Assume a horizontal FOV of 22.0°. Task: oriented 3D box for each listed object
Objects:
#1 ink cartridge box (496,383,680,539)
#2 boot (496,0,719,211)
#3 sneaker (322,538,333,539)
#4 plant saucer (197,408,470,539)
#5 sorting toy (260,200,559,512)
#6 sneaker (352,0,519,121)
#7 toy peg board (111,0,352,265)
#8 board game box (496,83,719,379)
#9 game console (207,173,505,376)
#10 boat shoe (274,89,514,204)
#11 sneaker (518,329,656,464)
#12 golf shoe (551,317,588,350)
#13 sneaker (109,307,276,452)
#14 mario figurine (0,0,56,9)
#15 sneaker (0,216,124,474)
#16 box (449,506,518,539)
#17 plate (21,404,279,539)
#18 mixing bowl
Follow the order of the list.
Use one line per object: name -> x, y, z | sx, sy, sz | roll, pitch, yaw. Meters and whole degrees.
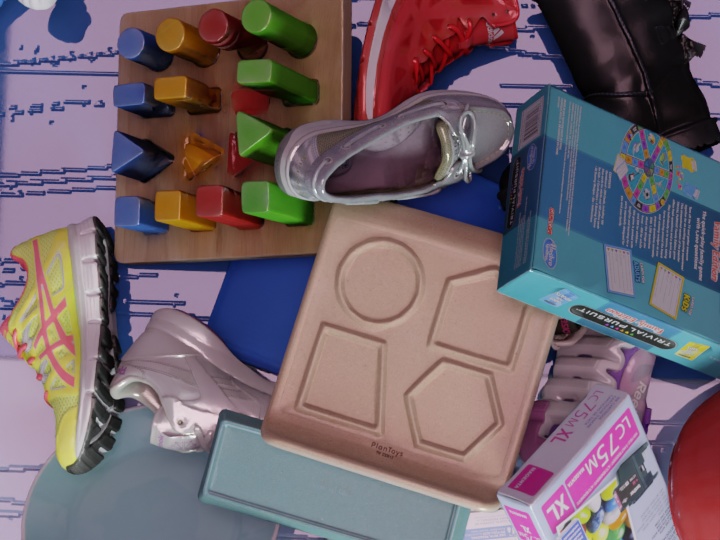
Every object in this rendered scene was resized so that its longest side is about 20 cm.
ink cartridge box -> 0.178, 0.196, 1.339 | 0.119, 0.042, 0.201 | -43, 127, -26
boot -> 0.175, -0.148, 1.435 | 0.196, 0.073, 0.164 | -19, 85, -6
sneaker -> -0.012, 0.257, 1.369 | 0.199, 0.074, 0.116 | -26, 85, -33
plant saucer -> -0.019, 0.159, 1.338 | 0.198, 0.019, 0.071 | 15, 87, 10
sorting toy -> 0.042, 0.057, 1.342 | 0.183, 0.037, 0.202 | 16, 76, 11
sneaker -> 0.063, -0.176, 1.424 | 0.114, 0.079, 0.202 | 13, 67, 1
toy peg board -> -0.115, -0.113, 1.406 | 0.197, 0.098, 0.203 | -2, 83, 23
board game box -> 0.198, -0.026, 1.341 | 0.198, 0.047, 0.152 | 21, 61, -22
game console -> 0.000, 0.000, 1.457 | 0.169, 0.118, 0.202 | 22, 85, -26
boat shoe -> 0.035, -0.084, 1.353 | 0.200, 0.065, 0.075 | -10, 115, -32
sneaker -> 0.192, 0.085, 1.411 | 0.088, 0.080, 0.201 | 44, 63, -35
golf shoe -> 0.117, 0.022, 1.380 | 0.198, 0.078, 0.088 | -25, 44, -5
sneaker -> -0.100, 0.117, 1.404 | 0.199, 0.075, 0.100 | 33, 62, 15
mario figurine -> -0.267, -0.284, 1.457 | 0.200, 0.106, 0.123 | -43, 117, 6
sneaker -> -0.234, 0.061, 1.437 | 0.089, 0.078, 0.202 | -6, 69, 5
box -> 0.104, 0.274, 1.371 | 0.059, 0.117, 0.202 | -6, 84, 3
plate -> -0.157, 0.190, 1.407 | 0.198, 0.026, 0.202 | -2, 51, 2
mixing bowl -> 0.292, 0.161, 1.351 | 0.108, 0.199, 0.203 | -10, 82, 33
